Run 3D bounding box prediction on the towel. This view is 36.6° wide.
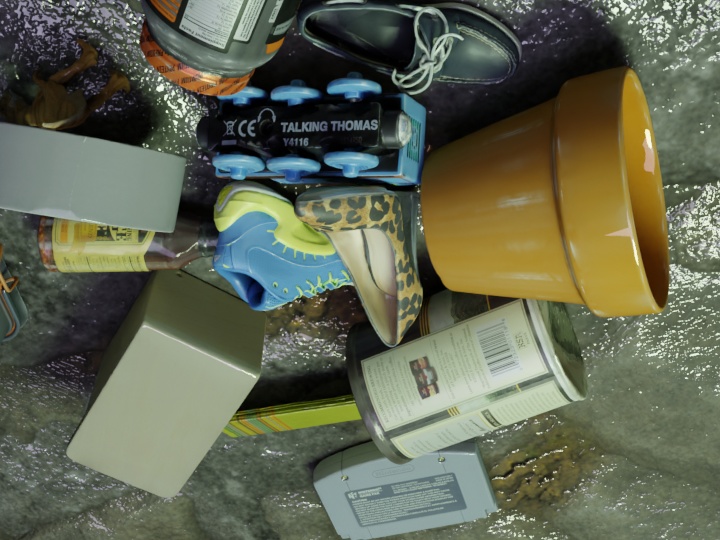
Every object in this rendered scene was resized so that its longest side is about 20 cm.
[{"bbox_3d":[-0.059,0.156,1.192,0.196,0.018,0.086,-9,161,9],"label":"towel"}]

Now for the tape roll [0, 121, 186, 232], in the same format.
[{"bbox_3d":[-0.249,-0.080,0.918,0.196,0.200,0.068,10,93,-5],"label":"tape roll"}]

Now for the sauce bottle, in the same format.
[{"bbox_3d":[-0.205,-0.032,1.042,0.196,0.067,0.067,-3,129,2],"label":"sauce bottle"}]

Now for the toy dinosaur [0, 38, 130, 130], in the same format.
[{"bbox_3d":[-0.245,-0.139,0.917,0.199,0.107,0.061,11,146,55],"label":"toy dinosaur"}]

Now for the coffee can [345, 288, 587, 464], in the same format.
[{"bbox_3d":[0.104,0.089,1.067,0.197,0.148,0.147,-22,125,19],"label":"coffee can"}]

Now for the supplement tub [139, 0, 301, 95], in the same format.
[{"bbox_3d":[-0.095,-0.243,0.831,0.121,0.124,0.201,21,127,-14],"label":"supplement tub"}]

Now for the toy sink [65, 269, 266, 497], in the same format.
[{"bbox_3d":[-0.200,0.114,1.125,0.129,0.113,0.201,26,120,-17],"label":"toy sink"}]

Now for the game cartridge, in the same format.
[{"bbox_3d":[0.051,0.250,1.269,0.196,0.042,0.135,-12,123,12],"label":"game cartridge"}]

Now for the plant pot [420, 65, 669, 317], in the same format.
[{"bbox_3d":[0.155,-0.055,0.931,0.180,0.202,0.202,-8,129,23],"label":"plant pot"}]

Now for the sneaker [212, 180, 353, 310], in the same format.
[{"bbox_3d":[-0.059,0.001,1.015,0.198,0.107,0.075,26,160,-28],"label":"sneaker"}]

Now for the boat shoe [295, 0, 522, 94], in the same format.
[{"bbox_3d":[0.042,-0.191,0.903,0.197,0.062,0.076,18,126,-12],"label":"boat shoe"}]

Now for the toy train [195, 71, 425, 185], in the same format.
[{"bbox_3d":[-0.041,-0.113,0.931,0.196,0.089,0.114,1,174,23],"label":"toy train"}]

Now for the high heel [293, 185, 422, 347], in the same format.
[{"bbox_3d":[0.000,0.000,0.950,0.070,0.199,0.146,5,93,31],"label":"high heel"}]

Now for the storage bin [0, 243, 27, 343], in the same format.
[{"bbox_3d":[-0.417,0.032,1.057,0.143,0.136,0.202,-7,129,8],"label":"storage bin"}]
